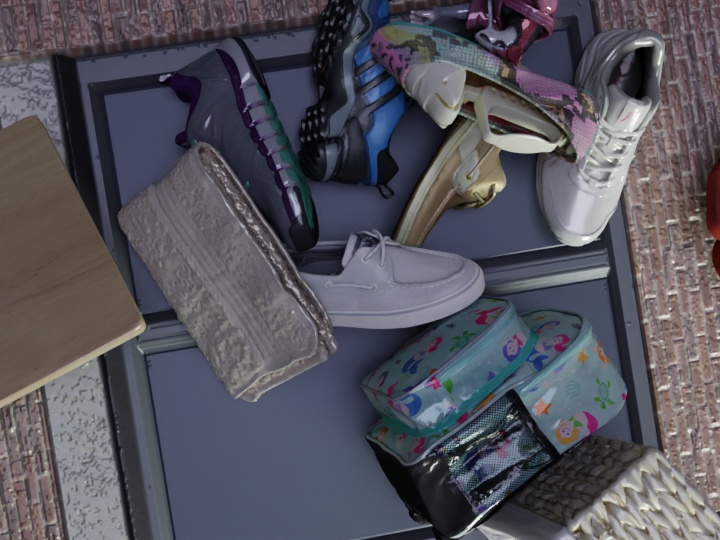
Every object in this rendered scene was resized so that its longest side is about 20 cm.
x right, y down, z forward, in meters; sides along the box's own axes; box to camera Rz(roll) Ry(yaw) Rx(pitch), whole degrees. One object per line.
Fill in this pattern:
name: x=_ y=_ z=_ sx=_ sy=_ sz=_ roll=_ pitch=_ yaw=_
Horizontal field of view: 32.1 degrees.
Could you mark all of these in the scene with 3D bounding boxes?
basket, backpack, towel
basket: x=0.199 y=0.217 z=1.023 sx=0.123 sy=0.200 sz=0.136 roll=-43 pitch=95 yaw=-12
backpack: x=0.107 y=0.105 z=1.020 sx=0.200 sy=0.178 sz=0.151 roll=-29 pitch=98 yaw=-10
towel: x=-0.112 y=0.007 z=1.023 sx=0.200 sy=0.132 sz=0.034 roll=56 pitch=41 yaw=-3

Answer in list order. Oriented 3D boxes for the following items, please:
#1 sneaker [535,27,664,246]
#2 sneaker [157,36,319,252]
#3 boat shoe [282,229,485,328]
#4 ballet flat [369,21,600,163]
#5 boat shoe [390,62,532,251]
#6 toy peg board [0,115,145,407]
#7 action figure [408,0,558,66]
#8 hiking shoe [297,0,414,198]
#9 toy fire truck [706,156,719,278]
sneaker: x=0.207 y=-0.119 z=1.069 sx=0.078 sy=0.099 sz=0.200 roll=15 pitch=88 yaw=-7
sneaker: x=-0.100 y=-0.093 z=1.036 sx=0.087 sy=0.074 sz=0.200 roll=-24 pitch=68 yaw=4
boat shoe: x=0.000 y=0.000 z=1.031 sx=0.200 sy=0.072 sz=0.069 roll=0 pitch=128 yaw=18
ballet flat: x=0.098 y=-0.138 z=1.008 sx=0.200 sy=0.069 sz=0.071 roll=20 pitch=60 yaw=-8
boat shoe: x=0.096 y=-0.090 z=1.069 sx=0.066 sy=0.074 sz=0.200 roll=33 pitch=86 yaw=-1
toy peg board: x=-0.301 y=0.016 z=1.021 sx=0.200 sy=0.098 sz=0.199 roll=-28 pitch=78 yaw=-7
action figure: x=0.136 y=-0.255 z=1.064 sx=0.149 sy=0.134 sz=0.200 roll=9 pitch=78 yaw=-33
hiking shoe: x=0.005 y=-0.168 z=1.068 sx=0.087 sy=0.074 sz=0.200 roll=11 pitch=92 yaw=-25
toy fire truck: x=0.400 y=-0.067 z=1.102 sx=0.200 sy=0.112 sz=0.168 roll=12 pitch=64 yaw=-8
